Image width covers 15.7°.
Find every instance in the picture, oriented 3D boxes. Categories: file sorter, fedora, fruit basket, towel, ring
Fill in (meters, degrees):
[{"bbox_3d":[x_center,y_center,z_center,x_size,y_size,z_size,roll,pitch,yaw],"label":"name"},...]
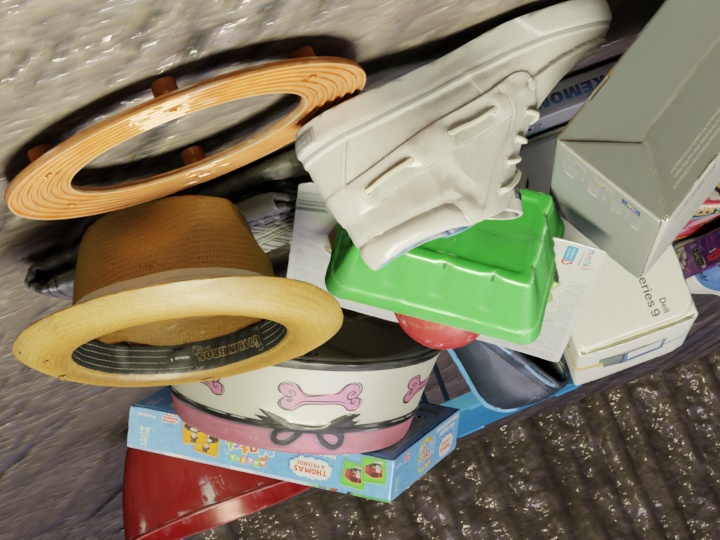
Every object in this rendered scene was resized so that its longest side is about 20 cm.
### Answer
[{"bbox_3d":[0.080,0.074,2.269,0.138,0.123,0.200,-25,170,25],"label":"file sorter"},{"bbox_3d":[-0.107,0.009,1.488,0.200,0.082,0.201,-6,165,-2],"label":"fedora"},{"bbox_3d":[0.048,-0.003,1.588,0.185,0.094,0.200,14,165,2],"label":"fruit basket"},{"bbox_3d":[-0.087,-0.021,1.630,0.199,0.035,0.193,-24,170,14],"label":"towel"},{"bbox_3d":[-0.093,-0.073,1.362,0.200,0.019,0.200,-21,171,-4],"label":"ring"}]

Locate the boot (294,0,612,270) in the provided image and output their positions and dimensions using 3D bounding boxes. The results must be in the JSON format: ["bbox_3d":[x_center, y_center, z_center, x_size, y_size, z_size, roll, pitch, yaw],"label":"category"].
[{"bbox_3d":[0.068,-0.072,1.424,0.200,0.096,0.074,-27,174,-16],"label":"boot"}]

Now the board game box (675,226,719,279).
[{"bbox_3d":[0.342,-0.045,2.011,0.199,0.032,0.120,-21,180,-20],"label":"board game box"}]

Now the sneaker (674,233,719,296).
[{"bbox_3d":[0.407,-0.016,2.614,0.111,0.077,0.200,-16,169,36],"label":"sneaker"}]

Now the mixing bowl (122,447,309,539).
[{"bbox_3d":[-0.142,0.176,2.419,0.200,0.109,0.200,-20,170,-4],"label":"mixing bowl"}]

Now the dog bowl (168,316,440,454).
[{"bbox_3d":[-0.045,0.070,1.817,0.199,0.074,0.200,7,-167,-2],"label":"dog bowl"}]

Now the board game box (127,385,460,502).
[{"bbox_3d":[-0.046,0.113,1.875,0.199,0.037,0.151,12,-165,18],"label":"board game box"}]

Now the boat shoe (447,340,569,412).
[{"bbox_3d":[0.081,0.009,1.780,0.068,0.084,0.200,-14,132,31],"label":"boat shoe"}]

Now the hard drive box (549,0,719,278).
[{"bbox_3d":[0.184,-0.090,1.482,0.156,0.077,0.200,-51,172,-6],"label":"hard drive box"}]

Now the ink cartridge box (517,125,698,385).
[{"bbox_3d":[0.158,-0.012,1.734,0.087,0.146,0.200,-20,172,-1],"label":"ink cartridge box"}]

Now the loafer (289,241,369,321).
[{"bbox_3d":[0.000,0.000,1.831,0.075,0.068,0.200,-23,171,14],"label":"loafer"}]

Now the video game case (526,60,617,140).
[{"bbox_3d":[0.152,-0.102,1.724,0.182,0.022,0.200,-20,171,-4],"label":"video game case"}]

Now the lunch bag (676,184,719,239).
[{"bbox_3d":[0.284,-0.077,1.973,0.199,0.082,0.176,-18,171,-20],"label":"lunch bag"}]
